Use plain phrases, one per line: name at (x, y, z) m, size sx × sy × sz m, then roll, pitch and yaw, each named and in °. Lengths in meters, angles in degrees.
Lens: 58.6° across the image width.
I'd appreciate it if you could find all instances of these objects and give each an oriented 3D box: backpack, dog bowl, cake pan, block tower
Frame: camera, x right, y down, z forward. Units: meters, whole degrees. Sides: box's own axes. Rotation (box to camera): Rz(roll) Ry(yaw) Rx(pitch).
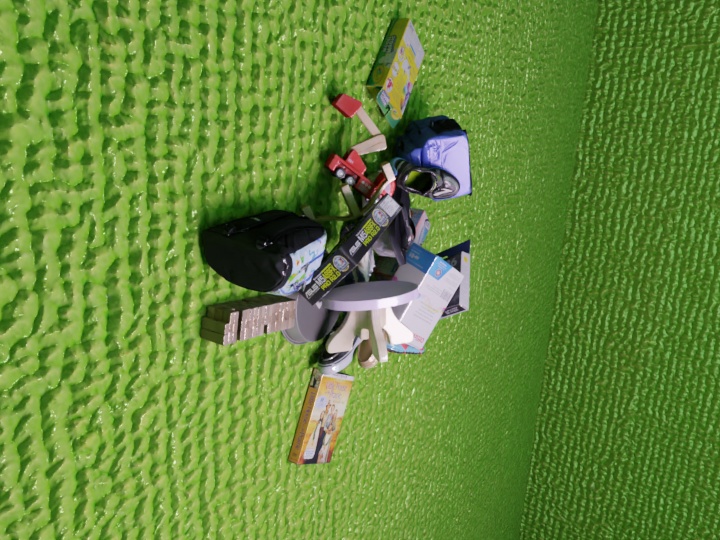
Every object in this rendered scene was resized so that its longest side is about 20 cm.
backpack at (-0.140, -0.033, 1.068) m, size 0.200 × 0.160 × 0.157 m, roll -48°, pitch 149°, yaw -51°
backpack at (0.163, -0.273, 1.485) m, size 0.201 × 0.164 × 0.166 m, roll -101°, pitch -173°, yaw -60°
dog bowl at (0.058, -0.125, 1.405) m, size 0.200 × 0.057 × 0.205 m, roll -9°, pitch 90°, yaw -71°
cake pan at (-0.092, 0.054, 1.287) m, size 0.199 × 0.036 × 0.205 m, roll -31°, pitch 127°, yaw -52°
block tower at (-0.186, 0.081, 1.113) m, size 0.199 × 0.057 × 0.055 m, roll -11°, pitch 112°, yaw -60°

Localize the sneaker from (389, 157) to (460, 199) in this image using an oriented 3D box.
sneaker at (0.138, -0.182, 1.351) m, size 0.197 × 0.083 × 0.072 m, roll 9°, pitch 117°, yaw -40°

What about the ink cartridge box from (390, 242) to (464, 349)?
ink cartridge box at (0.128, 0.061, 1.452) m, size 0.144 × 0.084 × 0.203 m, roll 29°, pitch 91°, yaw -51°

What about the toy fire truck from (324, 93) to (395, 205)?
toy fire truck at (0.003, -0.231, 1.252) m, size 0.198 × 0.049 × 0.142 m, roll 34°, pitch 92°, yaw -19°

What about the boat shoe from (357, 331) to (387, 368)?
boat shoe at (0.028, 0.128, 1.503) m, size 0.065 × 0.070 × 0.204 m, roll 49°, pitch 50°, yaw -49°

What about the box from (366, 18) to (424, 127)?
box at (0.075, -0.425, 1.390) m, size 0.117 × 0.047 × 0.204 m, roll 46°, pitch 59°, yaw -57°

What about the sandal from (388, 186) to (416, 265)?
sandal at (0.092, -0.105, 1.342) m, size 0.076 × 0.042 × 0.204 m, roll 57°, pitch 31°, yaw -50°

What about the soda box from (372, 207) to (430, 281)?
soda box at (0.102, -0.054, 1.561) m, size 0.202 × 0.063 × 0.069 m, roll -63°, pitch 147°, yaw -24°

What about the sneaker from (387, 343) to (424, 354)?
sneaker at (0.118, 0.165, 1.660) m, size 0.199 × 0.078 × 0.098 m, roll 13°, pitch 88°, yaw -61°

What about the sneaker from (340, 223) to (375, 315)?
sneaker at (0.000, 0.000, 1.393) m, size 0.085 × 0.076 × 0.205 m, roll -14°, pitch 113°, yaw -62°

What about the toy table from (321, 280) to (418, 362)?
toy table at (0.022, 0.096, 1.283) m, size 0.184 × 0.195 × 0.120 m, roll -107°, pitch -165°, yaw -75°

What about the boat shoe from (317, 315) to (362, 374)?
boat shoe at (-0.043, 0.147, 1.391) m, size 0.200 × 0.071 × 0.072 m, roll -52°, pitch 134°, yaw -55°

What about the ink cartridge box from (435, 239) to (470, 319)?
ink cartridge box at (0.182, 0.029, 1.581) m, size 0.047 × 0.196 × 0.204 m, roll 30°, pitch 52°, yaw -34°

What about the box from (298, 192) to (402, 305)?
box at (-0.019, -0.041, 1.195) m, size 0.044 × 0.160 × 0.201 m, roll 43°, pitch 46°, yaw -5°

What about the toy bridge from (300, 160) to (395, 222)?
toy bridge at (-0.020, -0.134, 1.228) m, size 0.197 × 0.027 × 0.068 m, roll -29°, pitch 111°, yaw -7°

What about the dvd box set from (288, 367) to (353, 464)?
dvd box set at (-0.083, 0.322, 1.412) m, size 0.146 × 0.029 × 0.204 m, roll 28°, pitch 77°, yaw -60°
